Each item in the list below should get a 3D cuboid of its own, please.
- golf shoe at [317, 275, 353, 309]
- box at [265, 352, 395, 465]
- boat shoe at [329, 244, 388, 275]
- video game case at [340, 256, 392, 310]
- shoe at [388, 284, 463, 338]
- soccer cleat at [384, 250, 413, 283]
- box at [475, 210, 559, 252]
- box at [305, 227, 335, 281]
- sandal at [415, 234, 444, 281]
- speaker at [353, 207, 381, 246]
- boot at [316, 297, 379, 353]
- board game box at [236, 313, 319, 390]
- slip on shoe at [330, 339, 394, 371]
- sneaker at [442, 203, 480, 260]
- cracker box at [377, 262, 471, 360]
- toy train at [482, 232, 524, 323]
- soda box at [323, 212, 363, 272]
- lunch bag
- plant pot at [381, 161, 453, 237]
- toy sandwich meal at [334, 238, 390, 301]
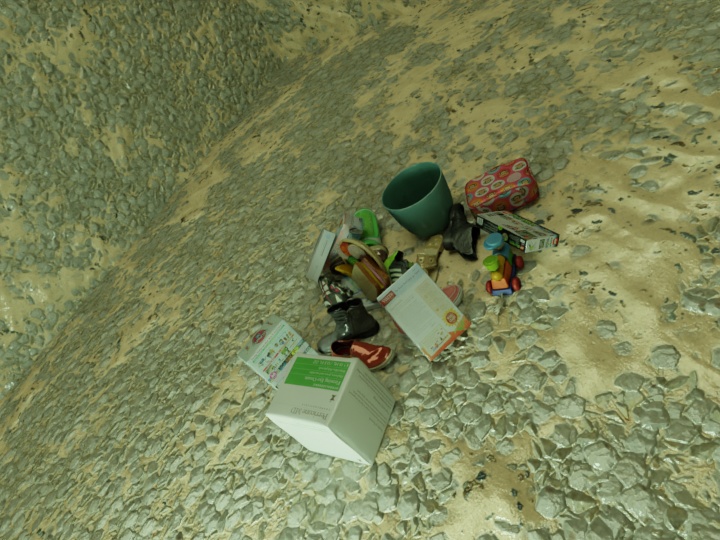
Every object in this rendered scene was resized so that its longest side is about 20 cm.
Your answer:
[{"bbox_3d":[-0.093,0.072,1.582,0.089,0.077,0.200,-66,23,1],"label":"golf shoe"},{"bbox_3d":[-0.065,0.315,1.217,0.198,0.200,0.172,-2,51,38],"label":"box"},{"bbox_3d":[-0.009,-0.017,1.610,0.199,0.072,0.072,-14,40,20],"label":"boat shoe"},{"bbox_3d":[0.020,0.047,1.589,0.199,0.022,0.183,-17,40,27],"label":"video game case"},{"bbox_3d":[0.169,0.086,1.359,0.200,0.091,0.072,-37,36,2],"label":"shoe"},{"bbox_3d":[0.123,0.020,1.469,0.081,0.067,0.200,-49,41,20],"label":"soccer cleat"},{"bbox_3d":[0.403,-0.105,1.368,0.109,0.035,0.200,-9,27,-24],"label":"box"},{"bbox_3d":[-0.129,-0.055,1.666,0.200,0.041,0.157,-139,71,-82],"label":"box"},{"bbox_3d":[0.183,-0.034,1.497,0.077,0.070,0.213,-6,47,36],"label":"sandal"},{"bbox_3d":[0.020,-0.120,1.719,0.088,0.089,0.201,-26,37,16],"label":"speaker"},{"bbox_3d":[-0.059,0.146,1.455,0.199,0.132,0.070,-27,38,14],"label":"boot"},{"bbox_3d":[-0.212,0.238,1.427,0.064,0.200,0.148,19,63,49],"label":"board game box"},{"bbox_3d":[-0.001,0.218,1.388,0.199,0.061,0.074,0,48,39],"label":"slip on shoe"},{"bbox_3d":[0.299,-0.114,1.500,0.104,0.060,0.201,-4,51,36],"label":"sneaker"},{"bbox_3d":[0.152,0.101,1.284,0.134,0.200,0.058,-40,-8,-4],"label":"cracker box"},{"bbox_3d":[0.332,0.013,1.278,0.084,0.116,0.201,-9,44,34],"label":"toy train"},{"bbox_3d":[-0.057,-0.081,1.669,0.064,0.068,0.201,-91,23,-48],"label":"soda box"},{"bbox_3d":[0.402,-0.242,1.526,0.199,0.082,0.177,-21,38,23],"label":"lunch bag"},{"bbox_3d":[0.189,-0.199,1.592,0.200,0.161,0.201,-25,37,21],"label":"plant pot"},{"bbox_3d":[0.000,0.000,1.488,0.070,0.206,0.205,-44,35,-24],"label":"toy sandwich meal"}]
